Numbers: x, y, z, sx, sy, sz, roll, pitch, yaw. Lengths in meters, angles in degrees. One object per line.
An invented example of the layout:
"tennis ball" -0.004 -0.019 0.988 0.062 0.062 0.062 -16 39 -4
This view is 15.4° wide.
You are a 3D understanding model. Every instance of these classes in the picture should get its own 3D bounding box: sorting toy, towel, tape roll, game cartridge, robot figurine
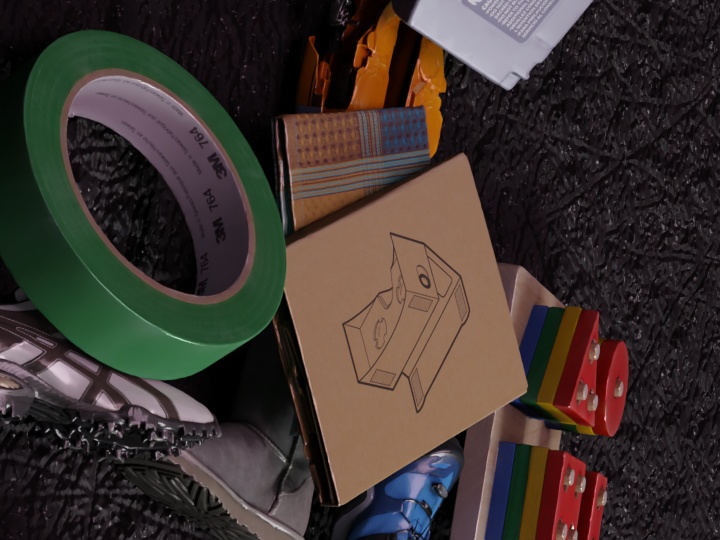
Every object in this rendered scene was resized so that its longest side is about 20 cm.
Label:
"sorting toy" 0.132 0.114 1.847 0.200 0.069 0.200 35 63 -70
"towel" 0.000 0.000 1.673 0.146 0.022 0.202 -8 94 -50
"tape roll" -0.128 -0.038 1.511 0.200 0.048 0.201 33 41 -34
"game cartridge" 0.114 -0.221 1.710 0.200 0.041 0.133 -50 136 11
"robot figurine" 0.011 -0.136 1.745 0.145 0.058 0.201 27 72 -49

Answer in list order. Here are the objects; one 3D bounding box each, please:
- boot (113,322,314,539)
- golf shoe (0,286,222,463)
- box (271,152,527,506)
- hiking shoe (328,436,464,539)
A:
"boot" -0.062 0.062 1.654 0.182 0.072 0.201 43 62 -48
"golf shoe" -0.163 0.051 1.496 0.199 0.078 0.095 16 64 -34
"box" 0.022 0.034 1.664 0.200 0.021 0.165 -27 107 -46
"hiking shoe" 0.014 0.195 1.700 0.200 0.087 0.074 -54 141 -6
